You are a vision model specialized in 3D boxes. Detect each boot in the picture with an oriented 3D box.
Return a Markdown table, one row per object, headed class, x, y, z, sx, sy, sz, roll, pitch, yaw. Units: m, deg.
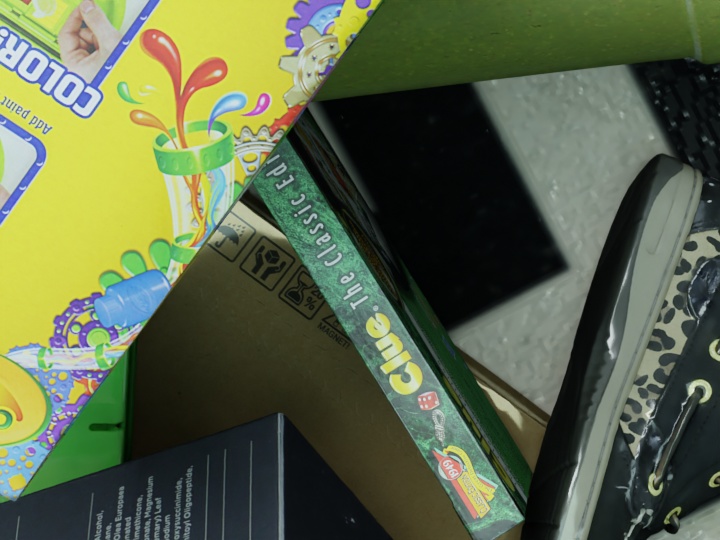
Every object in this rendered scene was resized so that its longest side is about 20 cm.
| class | x | y | z | sx | sy | sz | roll | pitch | yaw |
| --- | --- | --- | --- | --- | --- | --- | --- | --- | --- |
| boot | 0.147 | 0.073 | 0.846 | 0.153 | 0.073 | 0.204 | 17 | 85 | -5 |

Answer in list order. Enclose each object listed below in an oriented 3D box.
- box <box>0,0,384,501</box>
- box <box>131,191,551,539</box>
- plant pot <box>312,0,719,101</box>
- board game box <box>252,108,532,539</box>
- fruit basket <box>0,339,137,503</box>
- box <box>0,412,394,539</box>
| class | x | y | z | sx | sy | sz | roll | pitch | yaw |
| --- | --- | --- | --- | --- | --- | --- | --- | --- | --- |
| box | -0.086 | -0.081 | 0.592 | 0.122 | 0.200 | 0.193 | 33 | 100 | -19 |
| box | -0.023 | 0.086 | 0.891 | 0.200 | 0.021 | 0.164 | 36 | 101 | -7 |
| plant pot | 0.044 | -0.136 | 0.751 | 0.189 | 0.200 | 0.201 | -16 | 102 | 6 |
| board game box | 0.000 | 0.000 | 0.811 | 0.023 | 0.105 | 0.200 | -32 | 89 | 5 |
| fruit basket | -0.176 | 0.000 | 0.798 | 0.215 | 0.156 | 0.216 | 0 | 98 | -3 |
| box | -0.060 | 0.162 | 0.759 | 0.182 | 0.104 | 0.200 | -19 | 136 | 18 |
